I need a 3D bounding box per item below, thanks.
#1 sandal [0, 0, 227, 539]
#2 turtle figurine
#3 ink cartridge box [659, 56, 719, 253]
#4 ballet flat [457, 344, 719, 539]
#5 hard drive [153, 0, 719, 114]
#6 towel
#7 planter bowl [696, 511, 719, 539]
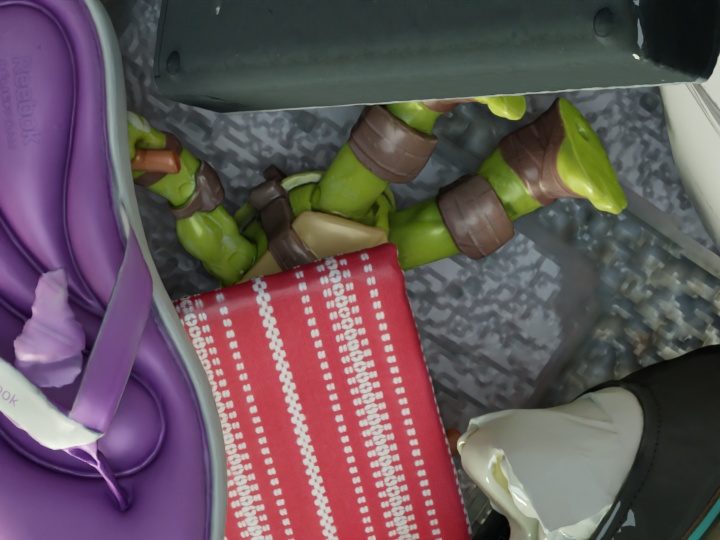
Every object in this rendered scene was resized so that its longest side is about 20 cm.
[{"bbox_3d":[-0.092,0.005,0.757,0.082,0.050,0.204,-16,75,2],"label":"sandal"},{"bbox_3d":[0.000,0.000,0.836,0.161,0.065,0.200,-36,111,20],"label":"turtle figurine"},{"bbox_3d":[0.152,-0.093,0.756,0.146,0.083,0.200,-24,141,-4],"label":"ink cartridge box"},{"bbox_3d":[0.046,0.089,0.802,0.068,0.068,0.200,42,78,-27],"label":"ballet flat"},{"bbox_3d":[0.021,-0.115,0.703,0.033,0.200,0.140,13,83,-36],"label":"hard drive"},{"bbox_3d":[-0.070,0.077,0.820,0.199,0.023,0.145,-16,121,-1],"label":"towel"},{"bbox_3d":[0.176,0.114,0.811,0.199,0.200,0.135,14,72,-4],"label":"planter bowl"}]
